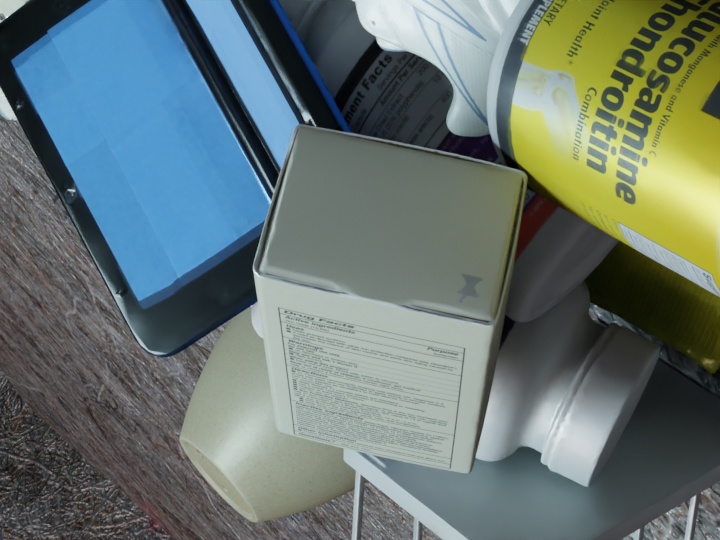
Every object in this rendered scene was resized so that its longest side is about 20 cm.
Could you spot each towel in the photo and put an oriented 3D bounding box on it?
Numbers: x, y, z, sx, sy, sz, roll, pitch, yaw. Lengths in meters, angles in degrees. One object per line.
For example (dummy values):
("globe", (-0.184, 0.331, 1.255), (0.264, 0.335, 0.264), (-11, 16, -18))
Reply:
("towel", (0.108, -0.012, 1.017), (0.199, 0.018, 0.086), (28, 159, 14))

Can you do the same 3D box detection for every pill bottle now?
("pill bottle", (0.043, -0.080, 0.941), (0.200, 0.111, 0.112), (44, 164, 14))
("pill bottle", (0.051, 0.030, 1.012), (0.199, 0.111, 0.111), (28, 160, 13))
("pill bottle", (0.150, -0.047, 0.738), (0.199, 0.112, 0.112), (33, 158, 42))

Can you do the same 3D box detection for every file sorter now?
("file sorter", (0.106, 0.142, 1.078), (0.138, 0.199, 0.126), (33, 132, 39))

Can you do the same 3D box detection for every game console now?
("game console", (-0.096, -0.080, 0.937), (0.201, 0.118, 0.171), (60, 168, 7))

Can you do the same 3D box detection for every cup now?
("cup", (-0.076, 0.137, 1.706), (0.200, 0.143, 0.201), (43, 164, 16))

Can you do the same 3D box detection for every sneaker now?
("sneaker", (0.023, -0.145, 0.839), (0.201, 0.087, 0.074), (56, -154, -2))

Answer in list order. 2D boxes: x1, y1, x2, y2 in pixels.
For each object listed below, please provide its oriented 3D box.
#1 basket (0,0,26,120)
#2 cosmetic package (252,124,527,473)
("basket", (-0.210, -0.212, 1.233), (0.138, 0.201, 0.177), (-17, 127, 22))
("cosmetic package", (0.013, 0.019, 0.852), (0.104, 0.072, 0.200), (13, 158, 4))
